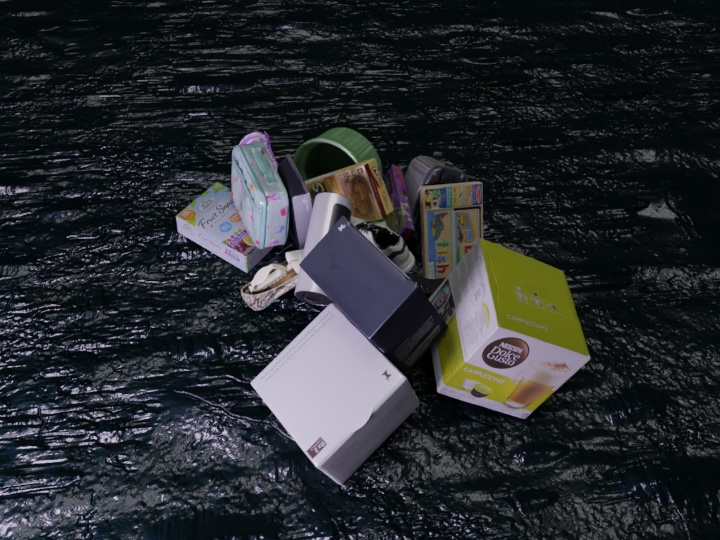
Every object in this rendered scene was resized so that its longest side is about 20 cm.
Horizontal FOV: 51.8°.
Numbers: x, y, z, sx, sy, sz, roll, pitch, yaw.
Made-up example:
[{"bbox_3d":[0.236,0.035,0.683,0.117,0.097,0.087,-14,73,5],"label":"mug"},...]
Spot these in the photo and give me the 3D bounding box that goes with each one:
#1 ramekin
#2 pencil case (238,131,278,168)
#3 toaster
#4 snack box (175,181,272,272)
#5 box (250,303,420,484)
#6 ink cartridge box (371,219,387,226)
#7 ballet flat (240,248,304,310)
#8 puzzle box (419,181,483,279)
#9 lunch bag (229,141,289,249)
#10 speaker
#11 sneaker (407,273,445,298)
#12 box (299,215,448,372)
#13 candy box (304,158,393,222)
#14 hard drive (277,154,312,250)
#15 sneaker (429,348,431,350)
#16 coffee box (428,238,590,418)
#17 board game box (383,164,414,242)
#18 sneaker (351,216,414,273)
[{"bbox_3d":[-0.046,-0.215,1.642,0.196,0.203,0.098,24,42,18],"label":"ramekin"},{"bbox_3d":[-0.220,-0.236,1.719,0.085,0.084,0.202,-38,53,11],"label":"pencil case"},{"bbox_3d":[0.148,-0.151,1.609,0.111,0.204,0.130,9,23,-21],"label":"toaster"},{"bbox_3d":[-0.279,-0.097,1.607,0.197,0.054,0.142,28,50,19],"label":"snack box"},{"bbox_3d":[-0.040,0.207,1.245,0.199,0.131,0.200,-43,59,-8],"label":"box"},{"bbox_3d":[0.000,0.000,1.469,0.142,0.048,0.203,-15,51,6],"label":"ink cartridge box"},{"bbox_3d":[-0.149,0.006,1.453,0.197,0.076,0.069,-32,48,6],"label":"ballet flat"},{"bbox_3d":[0.191,-0.077,1.539,0.129,0.206,0.025,-6,14,-10],"label":"puzzle box"},{"bbox_3d":[-0.211,-0.160,1.527,0.075,0.162,0.202,-15,52,-21],"label":"lunch bag"},{"bbox_3d":[-0.069,-0.039,1.408,0.079,0.081,0.205,9,71,5],"label":"speaker"},{"bbox_3d":[0.153,0.045,1.504,0.103,0.062,0.198,-13,29,-43],"label":"sneaker"},{"bbox_3d":[0.025,0.043,1.262,0.118,0.200,0.196,-45,59,-2],"label":"box"},{"bbox_3d":[-0.037,-0.151,1.565,0.197,0.118,0.055,-12,15,38],"label":"candy box"},{"bbox_3d":[-0.130,-0.122,1.540,0.041,0.202,0.136,-19,53,-12],"label":"hard drive"},{"bbox_3d":[0.105,0.082,1.430,0.198,0.088,0.073,35,9,26],"label":"sneaker"},{"bbox_3d":[0.253,0.105,1.319,0.196,0.199,0.203,18,43,-21],"label":"coffee box"},{"bbox_3d":[0.066,-0.119,1.610,0.032,0.121,0.203,11,45,-19],"label":"board game box"},{"bbox_3d":[0.023,-0.068,1.435,0.198,0.081,0.074,28,66,36],"label":"sneaker"}]
